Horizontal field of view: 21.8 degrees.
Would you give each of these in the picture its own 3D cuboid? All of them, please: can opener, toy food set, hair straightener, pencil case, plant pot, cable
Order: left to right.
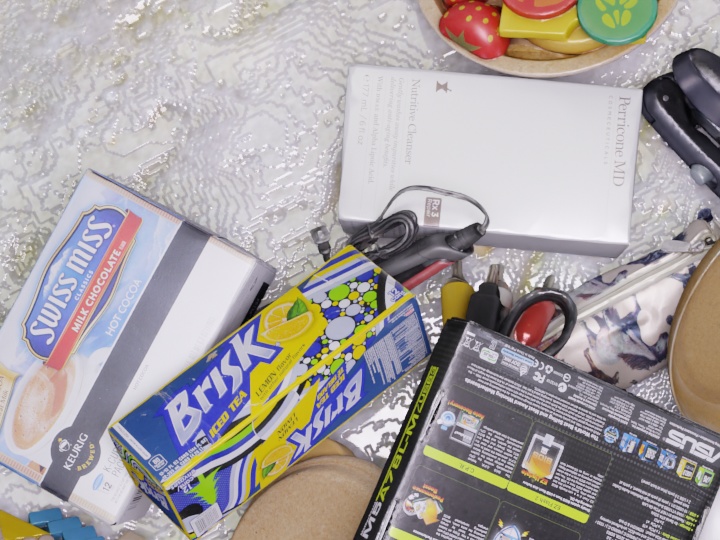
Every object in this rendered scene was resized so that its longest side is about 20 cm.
[{"bbox_3d":[-0.023,0.220,1.228,0.200,0.049,0.198,23,95,43],"label":"toy food set"},{"bbox_3d":[0.000,0.000,1.245,0.200,0.041,0.077,-28,125,31],"label":"hair straightener"},{"bbox_3d":[0.082,0.079,1.201,0.097,0.050,0.200,9,66,16],"label":"cable"},{"bbox_3d":[0.132,-0.222,1.279,0.198,0.049,0.200,4,65,12],"label":"toy food set"},{"bbox_3d":[0.169,0.037,1.265,0.200,0.090,0.078,-29,41,1],"label":"pencil case"},{"bbox_3d":[0.269,-0.062,1.281,0.063,0.079,0.200,-41,94,-9],"label":"can opener"},{"bbox_3d":[0.280,0.023,1.233,0.200,0.200,0.027,-41,42,-1],"label":"plant pot"}]

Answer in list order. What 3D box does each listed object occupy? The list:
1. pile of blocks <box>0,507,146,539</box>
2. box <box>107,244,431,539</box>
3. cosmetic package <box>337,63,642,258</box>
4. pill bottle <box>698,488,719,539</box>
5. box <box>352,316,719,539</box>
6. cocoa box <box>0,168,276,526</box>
[{"bbox_3d":[-0.191,0.220,1.288,0.200,0.062,0.082,27,42,21],"label":"pile of blocks"},{"bbox_3d":[-0.055,0.076,1.174,0.200,0.064,0.070,-37,48,-18],"label":"box"},{"bbox_3d":[0.088,-0.074,1.281,0.200,0.081,0.113,3,84,4],"label":"cosmetic package"},{"bbox_3d":[0.272,0.170,1.235,0.200,0.114,0.115,1,85,3],"label":"pill bottle"},{"bbox_3d":[0.107,0.154,1.140,0.200,0.048,0.193,24,88,-16],"label":"box"},{"bbox_3d":[-0.164,0.052,1.258,0.131,0.133,0.200,28,88,4],"label":"cocoa box"}]
